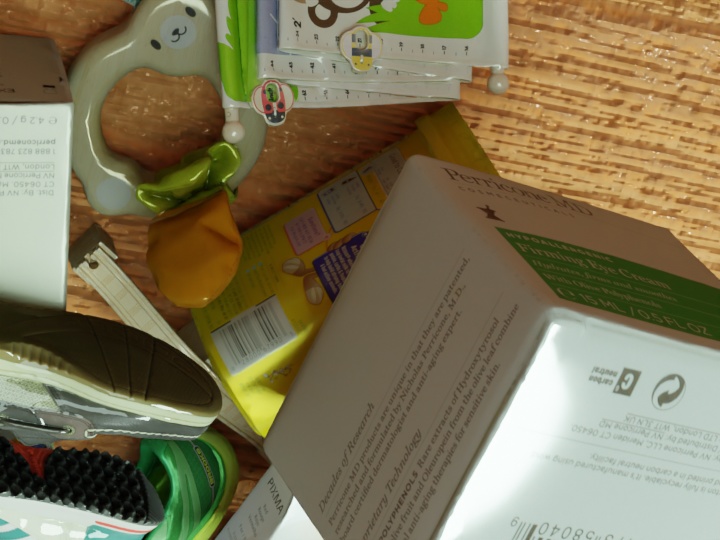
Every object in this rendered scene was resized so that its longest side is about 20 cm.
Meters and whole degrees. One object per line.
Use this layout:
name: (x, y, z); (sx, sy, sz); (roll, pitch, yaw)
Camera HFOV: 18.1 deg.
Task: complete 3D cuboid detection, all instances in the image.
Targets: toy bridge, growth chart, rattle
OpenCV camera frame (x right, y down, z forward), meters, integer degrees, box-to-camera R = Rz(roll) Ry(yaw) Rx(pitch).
toy bridge: (-0.103, 0.056, 1.397); (0.027, 0.067, 0.200); (-40, 115, 5)
growth chart: (0.002, -0.158, 1.320); (0.199, 0.018, 0.145); (-9, 91, -21)
rattle: (-0.117, -0.103, 1.290); (0.130, 0.143, 0.201); (10, 120, 7)

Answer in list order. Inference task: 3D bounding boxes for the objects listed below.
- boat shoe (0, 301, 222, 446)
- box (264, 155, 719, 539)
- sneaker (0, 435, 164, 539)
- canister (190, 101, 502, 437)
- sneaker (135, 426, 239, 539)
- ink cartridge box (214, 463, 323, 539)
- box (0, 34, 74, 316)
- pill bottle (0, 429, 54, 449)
boat shoe: (-0.178, 0.062, 1.242); (0.200, 0.072, 0.066); (15, 119, -20)
box: (0.095, 0.079, 1.223); (0.198, 0.171, 0.201); (14, 112, -34)
sneaker: (-0.214, 0.138, 1.274); (0.199, 0.070, 0.094); (19, 119, -31)
canister: (0.000, 0.000, 1.356); (0.200, 0.149, 0.087); (-30, 121, 3)
sneaker: (-0.148, 0.186, 1.427); (0.083, 0.074, 0.201); (15, 98, -47)
ink cartridge box: (0.023, 0.137, 1.356); (0.162, 0.050, 0.200); (14, 128, -34)
box: (-0.227, -0.024, 1.299); (0.108, 0.128, 0.201); (0, 112, -14)
pill bottle: (-0.234, 0.166, 1.387); (0.112, 0.112, 0.201); (-11, 116, -9)
